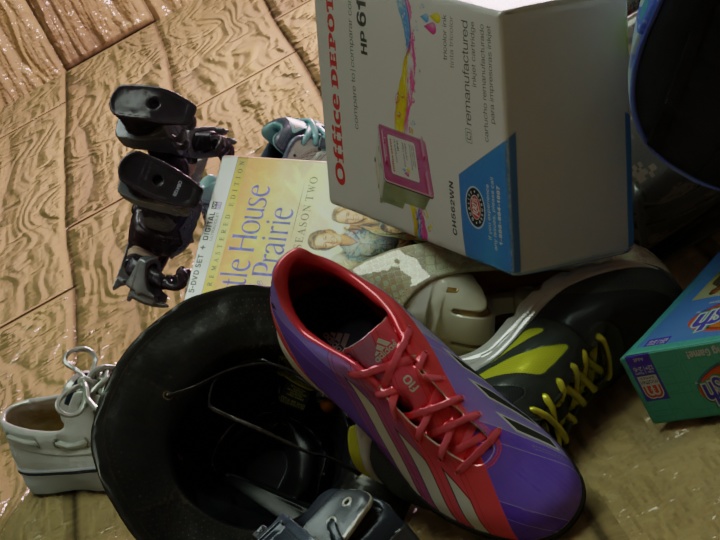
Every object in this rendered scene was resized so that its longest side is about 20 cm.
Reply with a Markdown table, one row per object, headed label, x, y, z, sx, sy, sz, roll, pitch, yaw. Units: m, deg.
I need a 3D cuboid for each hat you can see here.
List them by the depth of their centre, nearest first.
| label | x | y | z | sx | sy | sz | roll | pitch | yaw |
| --- | --- | --- | --- | --- | --- | --- | --- | --- | --- |
| hat | -0.060 | 0.109 | 1.320 | 0.201 | 0.200 | 0.081 | -40 | -20 | -34 |

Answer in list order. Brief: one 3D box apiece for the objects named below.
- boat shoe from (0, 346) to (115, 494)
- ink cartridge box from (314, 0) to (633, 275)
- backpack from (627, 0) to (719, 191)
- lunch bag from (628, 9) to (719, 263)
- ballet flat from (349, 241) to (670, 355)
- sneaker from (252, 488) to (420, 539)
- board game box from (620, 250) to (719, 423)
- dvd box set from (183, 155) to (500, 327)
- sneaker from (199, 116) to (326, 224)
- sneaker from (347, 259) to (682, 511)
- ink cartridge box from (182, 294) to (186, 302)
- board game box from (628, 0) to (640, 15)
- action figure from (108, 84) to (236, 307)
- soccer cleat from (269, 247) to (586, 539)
| label | x | y | z | sx | sy | sz | roll | pitch | yaw |
| --- | --- | --- | --- | --- | --- | --- | --- | --- | --- |
| boat shoe | -0.176 | 0.094 | 1.593 | 0.202 | 0.086 | 0.075 | -11 | 24 | 49 |
| ink cartridge box | 0.058 | -0.092 | 1.308 | 0.084 | 0.145 | 0.200 | -13 | 19 | -27 |
| backpack | 0.234 | -0.139 | 1.220 | 0.147 | 0.183 | 0.200 | -75 | 6 | -69 |
| lunch bag | 0.203 | -0.089 | 1.426 | 0.164 | 0.118 | 0.200 | -34 | -17 | -2 |
| ballet flat | 0.082 | 0.017 | 1.319 | 0.199 | 0.068 | 0.062 | -6 | 28 | -9 |
| sneaker | -0.024 | 0.171 | 1.102 | 0.146 | 0.077 | 0.202 | -35 | 15 | -9 |
| board game box | 0.247 | 0.000 | 1.219 | 0.152 | 0.045 | 0.200 | -12 | 23 | 46 |
| dvd box set | 0.000 | 0.000 | 1.413 | 0.199 | 0.029 | 0.147 | 5 | 55 | 12 |
| sneaker | -0.021 | -0.074 | 1.628 | 0.200 | 0.086 | 0.078 | -32 | 17 | -9 |
| sneaker | 0.095 | 0.069 | 1.257 | 0.200 | 0.075 | 0.085 | -31 | 34 | -8 |
| ink cartridge box | -0.058 | 0.048 | 1.476 | 0.115 | 0.068 | 0.200 | -9 | 49 | 39 |
| board game box | 0.175 | -0.128 | 1.486 | 0.135 | 0.029 | 0.200 | -44 | -31 | 16 |
| action figure | -0.124 | -0.046 | 1.527 | 0.069 | 0.130 | 0.200 | 10 | -16 | 3 |
| soccer cleat | 0.028 | 0.062 | 1.181 | 0.068 | 0.073 | 0.200 | -44 | 63 | -11 |
